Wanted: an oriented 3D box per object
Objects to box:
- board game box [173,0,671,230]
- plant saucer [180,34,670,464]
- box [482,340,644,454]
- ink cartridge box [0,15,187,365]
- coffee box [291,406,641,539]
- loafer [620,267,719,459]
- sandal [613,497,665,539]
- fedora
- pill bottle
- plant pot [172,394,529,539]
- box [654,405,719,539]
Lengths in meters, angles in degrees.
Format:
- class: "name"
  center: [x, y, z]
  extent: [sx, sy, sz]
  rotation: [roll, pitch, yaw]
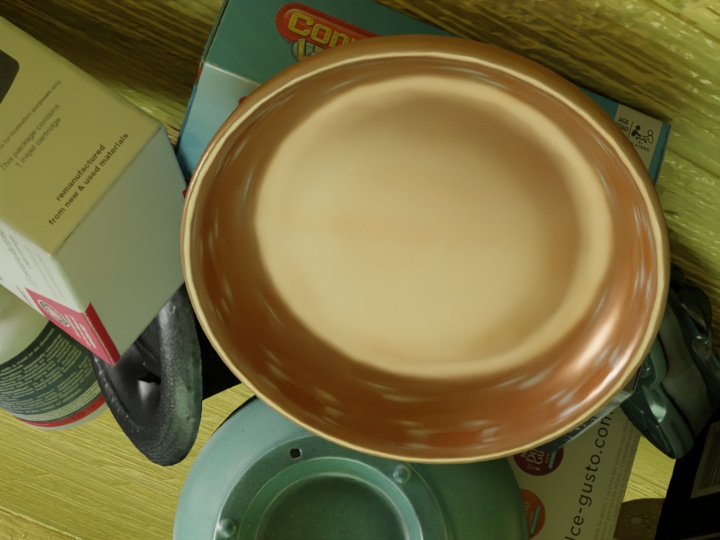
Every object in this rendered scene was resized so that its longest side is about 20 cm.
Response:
- class: "board game box"
  center: [0.015, -0.050, 0.831]
  extent: [0.199, 0.056, 0.196]
  rotation: [22, 163, -6]
- class: "plant saucer"
  center: [0.027, -0.009, 0.735]
  extent: [0.199, 0.038, 0.201]
  rotation: [4, 123, 7]
- class: "box"
  center: [0.026, 0.022, 0.859]
  extent: [0.199, 0.049, 0.158]
  rotation: [20, 164, -2]
- class: "ink cartridge box"
  center: [-0.183, -0.061, 0.868]
  extent: [0.200, 0.084, 0.145]
  rotation: [34, 164, 17]
- class: "coffee box"
  center: [0.057, 0.139, 1.113]
  extent: [0.197, 0.201, 0.200]
  rotation: [17, 164, 7]
- class: "loafer"
  center: [0.158, 0.030, 0.939]
  extent: [0.072, 0.063, 0.200]
  rotation: [45, 171, 32]
- class: "sandal"
  center: [0.259, 0.147, 1.135]
  extent: [0.211, 0.078, 0.070]
  rotation: [-4, 120, 12]
- class: "fedora"
  center: [-0.101, 0.013, 1.034]
  extent: [0.091, 0.202, 0.200]
  rotation: [-9, 174, -23]
- class: "pill bottle"
  center: [-0.246, 0.025, 1.241]
  extent: [0.119, 0.120, 0.200]
  rotation: [12, 162, 24]
- class: "plant pot"
  center: [-0.010, 0.146, 0.935]
  extent: [0.199, 0.201, 0.134]
  rotation: [18, 176, 6]
- class: "box"
  center: [0.295, 0.143, 1.028]
  extent: [0.199, 0.105, 0.148]
  rotation: [23, 162, -8]
